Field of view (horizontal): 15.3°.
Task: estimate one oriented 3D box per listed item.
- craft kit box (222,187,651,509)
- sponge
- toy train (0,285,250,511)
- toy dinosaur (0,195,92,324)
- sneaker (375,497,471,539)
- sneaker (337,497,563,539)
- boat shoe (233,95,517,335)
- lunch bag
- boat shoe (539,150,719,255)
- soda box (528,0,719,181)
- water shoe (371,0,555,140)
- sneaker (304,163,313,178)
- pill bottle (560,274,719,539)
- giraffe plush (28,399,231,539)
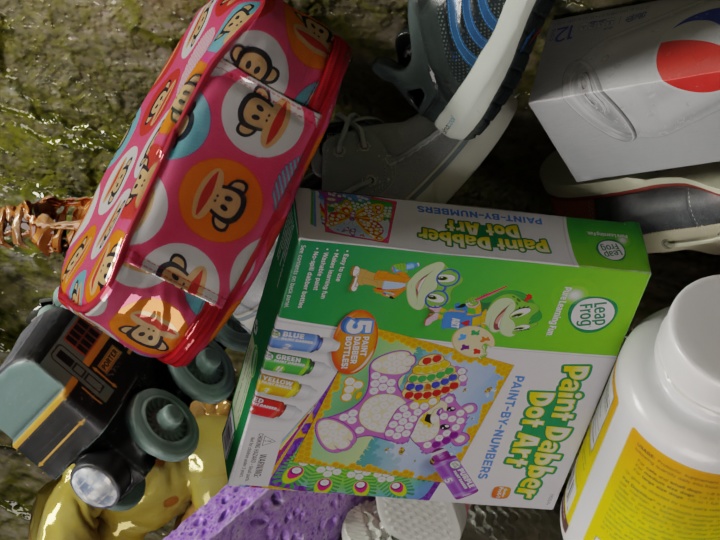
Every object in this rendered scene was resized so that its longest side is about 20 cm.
[{"bbox_3d":[0.038,0.048,1.484,0.196,0.049,0.201,3,134,-14],"label":"craft kit box"},{"bbox_3d":[-0.040,0.157,1.723,0.030,0.200,0.112,36,158,39],"label":"sponge"},{"bbox_3d":[-0.133,0.049,1.537,0.114,0.200,0.085,41,130,-9],"label":"toy train"},{"bbox_3d":[-0.154,-0.002,1.657,0.199,0.102,0.136,26,122,12],"label":"toy dinosaur"},{"bbox_3d":[0.045,0.081,1.645,0.075,0.105,0.201,12,149,10],"label":"sneaker"},{"bbox_3d":[0.063,0.202,1.772,0.199,0.070,0.100,4,127,-27],"label":"sneaker"},{"bbox_3d":[-0.005,-0.047,1.484,0.201,0.070,0.072,-40,105,11],"label":"boat shoe"},{"bbox_3d":[-0.092,-0.053,1.446,0.082,0.201,0.176,29,177,-17],"label":"lunch bag"},{"bbox_3d":[0.192,-0.039,1.458,0.199,0.071,0.063,-3,125,34],"label":"boat shoe"},{"bbox_3d":[0.192,-0.102,1.388,0.199,0.064,0.068,-7,137,29],"label":"soda box"},{"bbox_3d":[0.060,-0.149,1.374,0.079,0.072,0.200,32,135,7],"label":"water shoe"},{"bbox_3d":[0.000,0.000,1.583,0.200,0.075,0.088,35,128,-6],"label":"sneaker"},{"bbox_3d":[0.182,0.094,1.482,0.109,0.110,0.200,16,140,1],"label":"pill bottle"},{"bbox_3d":[-0.128,0.141,1.782,0.161,0.173,0.201,11,116,-9],"label":"giraffe plush"}]
